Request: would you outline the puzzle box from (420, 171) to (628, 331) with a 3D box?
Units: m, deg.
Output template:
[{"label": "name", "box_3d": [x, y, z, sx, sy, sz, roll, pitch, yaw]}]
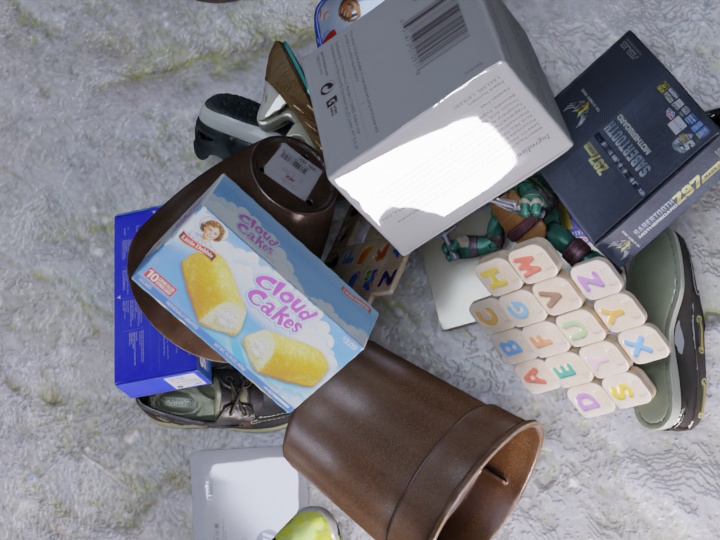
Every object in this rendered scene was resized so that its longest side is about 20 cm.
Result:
[{"label": "puzzle box", "box_3d": [0.163, -0.026, 1.642, 0.199, 0.025, 0.133, -15, 81, 13]}]

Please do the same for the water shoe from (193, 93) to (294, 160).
[{"label": "water shoe", "box_3d": [-0.083, -0.118, 1.704, 0.200, 0.072, 0.079, 28, 126, 8]}]

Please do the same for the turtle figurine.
[{"label": "turtle figurine", "box_3d": [0.158, -0.043, 1.572, 0.200, 0.150, 0.101, 46, 60, 3]}]

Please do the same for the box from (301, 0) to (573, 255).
[{"label": "box", "box_3d": [0.068, -0.159, 1.513, 0.200, 0.131, 0.199, -33, 38, 17]}]

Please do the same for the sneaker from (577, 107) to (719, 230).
[{"label": "sneaker", "box_3d": [0.295, -0.104, 1.575, 0.200, 0.079, 0.075, -35, 81, 0]}]

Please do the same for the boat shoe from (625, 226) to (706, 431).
[{"label": "boat shoe", "box_3d": [0.306, 0.058, 1.581, 0.072, 0.060, 0.202, -8, 76, 52]}]

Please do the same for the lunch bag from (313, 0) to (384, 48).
[{"label": "lunch bag", "box_3d": [0.057, -0.226, 1.665, 0.199, 0.076, 0.161, -10, 84, 15]}]

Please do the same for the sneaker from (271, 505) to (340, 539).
[{"label": "sneaker", "box_3d": [-0.094, 0.326, 1.636, 0.075, 0.076, 0.200, 39, 93, 16]}]

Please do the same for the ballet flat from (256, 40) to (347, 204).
[{"label": "ballet flat", "box_3d": [-0.060, -0.146, 1.639, 0.072, 0.068, 0.200, -32, 72, -2]}]

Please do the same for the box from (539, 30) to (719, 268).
[{"label": "box", "box_3d": [0.254, -0.120, 1.541, 0.158, 0.051, 0.200, -43, 39, 14]}]

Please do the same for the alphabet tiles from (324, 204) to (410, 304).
[{"label": "alphabet tiles", "box_3d": [0.000, 0.000, 1.599, 0.008, 0.167, 0.200, 33, 69, -24]}]

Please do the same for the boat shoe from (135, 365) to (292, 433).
[{"label": "boat shoe", "box_3d": [-0.140, 0.136, 1.685, 0.200, 0.066, 0.072, -4, 84, 14]}]

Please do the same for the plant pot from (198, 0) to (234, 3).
[{"label": "plant pot", "box_3d": [-0.169, -0.401, 1.709, 0.200, 0.134, 0.201, -2, 84, 15]}]

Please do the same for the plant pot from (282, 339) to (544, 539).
[{"label": "plant pot", "box_3d": [0.043, 0.182, 1.576, 0.198, 0.200, 0.201, 32, 93, 22]}]

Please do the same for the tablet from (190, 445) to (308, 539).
[{"label": "tablet", "box_3d": [-0.115, 0.288, 1.692, 0.130, 0.014, 0.201, -5, 84, 14]}]

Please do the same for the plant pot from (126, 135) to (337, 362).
[{"label": "plant pot", "box_3d": [-0.109, -0.039, 1.588, 0.187, 0.187, 0.200, 54, 136, 13]}]

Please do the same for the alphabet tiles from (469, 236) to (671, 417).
[{"label": "alphabet tiles", "box_3d": [0.198, 0.058, 1.550, 0.195, 0.015, 0.200, -21, 111, 50]}]

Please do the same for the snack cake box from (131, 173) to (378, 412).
[{"label": "snack cake box", "box_3d": [-0.096, 0.023, 1.491, 0.200, 0.067, 0.115, 42, 122, -11]}]

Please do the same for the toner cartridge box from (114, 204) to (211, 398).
[{"label": "toner cartridge box", "box_3d": [-0.210, 0.029, 1.695, 0.095, 0.043, 0.201, -10, 64, 13]}]
